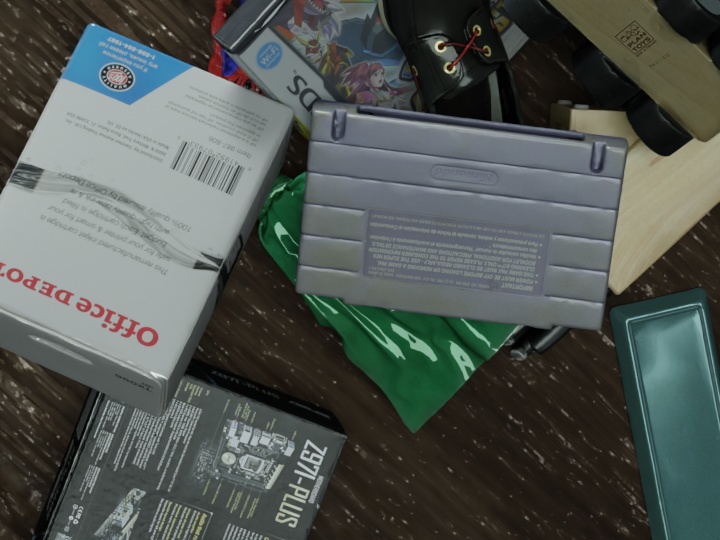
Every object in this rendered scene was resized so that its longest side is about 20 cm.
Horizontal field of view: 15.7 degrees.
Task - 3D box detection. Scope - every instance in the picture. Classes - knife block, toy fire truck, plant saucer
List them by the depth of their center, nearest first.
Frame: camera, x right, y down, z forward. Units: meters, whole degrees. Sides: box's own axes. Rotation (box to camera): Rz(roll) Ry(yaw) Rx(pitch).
[{"bbox_3d":[0.195,-0.204,1.688,0.176,0.200,0.129,40,120,-19],"label":"toy fire truck"},{"bbox_3d":[0.173,-0.023,1.742,0.199,0.064,0.177,2,97,-9],"label":"knife block"},{"bbox_3d":[0.223,0.116,1.790,0.070,0.019,0.201,-13,98,-6],"label":"plant saucer"}]

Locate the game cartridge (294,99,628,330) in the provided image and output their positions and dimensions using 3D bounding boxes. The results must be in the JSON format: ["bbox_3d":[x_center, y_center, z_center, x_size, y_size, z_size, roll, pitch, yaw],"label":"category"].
[{"bbox_3d":[0.062,-0.033,1.648,0.199,0.038,0.130,8,115,2],"label":"game cartridge"}]

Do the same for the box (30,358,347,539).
[{"bbox_3d":[-0.122,0.163,1.712,0.163,0.086,0.201,21,94,-9],"label":"box"}]

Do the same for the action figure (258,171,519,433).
[{"bbox_3d":[0.000,0.000,1.717,0.200,0.055,0.118,42,114,-3],"label":"action figure"}]

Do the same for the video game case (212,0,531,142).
[{"bbox_3d":[0.026,-0.165,1.673,0.200,0.025,0.181,-47,132,-3],"label":"video game case"}]

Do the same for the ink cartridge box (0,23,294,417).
[{"bbox_3d":[-0.147,-0.031,1.637,0.144,0.084,0.201,23,69,3],"label":"ink cartridge box"}]

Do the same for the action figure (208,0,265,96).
[{"bbox_3d":[-0.060,-0.170,1.675,0.065,0.052,0.201,12,121,-4],"label":"action figure"}]

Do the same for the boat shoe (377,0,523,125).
[{"bbox_3d":[0.062,-0.138,1.657,0.073,0.063,0.202,-28,127,-19],"label":"boat shoe"}]
